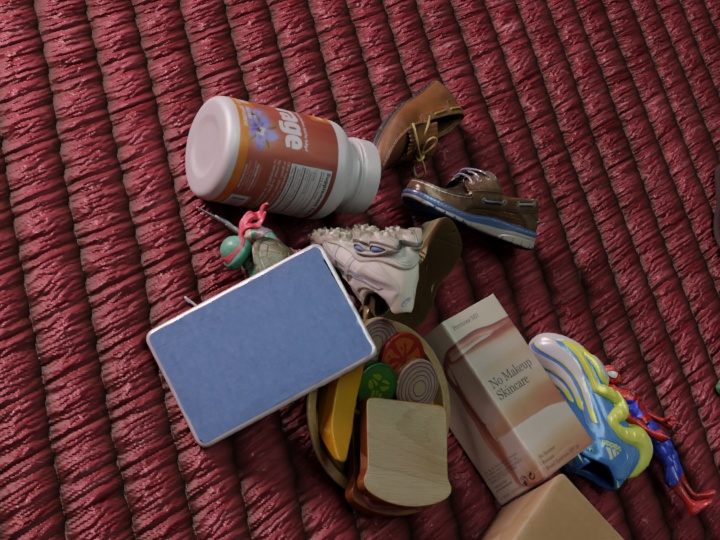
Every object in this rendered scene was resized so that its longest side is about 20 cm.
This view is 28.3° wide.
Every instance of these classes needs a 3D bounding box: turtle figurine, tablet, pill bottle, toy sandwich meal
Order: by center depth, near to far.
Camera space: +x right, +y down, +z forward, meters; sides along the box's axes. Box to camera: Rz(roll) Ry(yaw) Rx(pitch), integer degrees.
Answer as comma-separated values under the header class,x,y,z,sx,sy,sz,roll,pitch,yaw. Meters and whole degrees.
class,x,y,z,sx,sy,sz,roll,pitch,yaw
tablet,-0.098,0.073,1.408,0.199,0.014,0.131,-28,79,-5
toy sandwich meal,0.031,0.148,1.456,0.204,0.070,0.207,4,83,-35
turtle figurine,-0.093,0.017,1.476,0.200,0.100,0.151,35,55,-24
pill bottle,-0.082,-0.118,1.560,0.199,0.112,0.113,9,56,-32

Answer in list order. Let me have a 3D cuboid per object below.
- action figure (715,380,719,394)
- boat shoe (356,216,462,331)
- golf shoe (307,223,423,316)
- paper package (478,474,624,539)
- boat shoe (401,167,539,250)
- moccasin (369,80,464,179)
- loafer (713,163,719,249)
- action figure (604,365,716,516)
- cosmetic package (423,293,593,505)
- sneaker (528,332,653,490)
class,x,y,z,sx,sy,sz,roll,pitch,yaw
action figure,0.552,0.180,1.864,0.199,0.055,0.119,23,51,-13
boat shoe,0.047,0.015,1.611,0.200,0.062,0.074,-48,119,-42
golf shoe,0.000,0.000,1.518,0.078,0.200,0.098,-8,98,-22
paper package,0.194,0.345,1.458,0.191,0.103,0.200,47,45,-2
boat shoe,0.134,-0.084,1.710,0.199,0.072,0.073,18,86,-37
moccasin,0.066,-0.160,1.730,0.078,0.074,0.201,40,35,6
loafer,0.545,-0.088,2.026,0.073,0.071,0.201,19,52,-25
action figure,0.351,0.196,1.706,0.200,0.052,0.065,51,25,6
cosmetic package,0.151,0.141,1.573,0.103,0.087,0.201,-28,79,-43
sneaker,0.253,0.167,1.639,0.200,0.076,0.105,48,46,-1
